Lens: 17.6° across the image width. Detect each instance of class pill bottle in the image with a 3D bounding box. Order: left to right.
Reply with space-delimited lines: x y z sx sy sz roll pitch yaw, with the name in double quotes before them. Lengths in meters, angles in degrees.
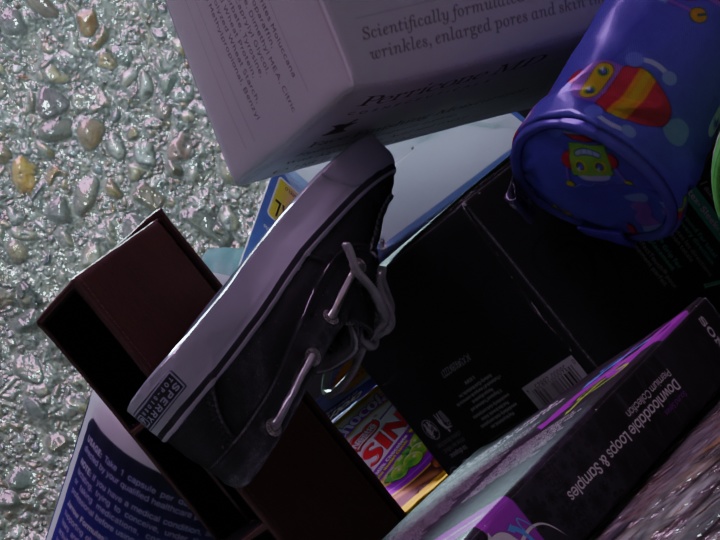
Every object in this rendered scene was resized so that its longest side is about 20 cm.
"pill bottle" -0.086 0.109 1.121 0.116 0.115 0.201 -37 -31 -65

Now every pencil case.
"pencil case" 0.138 -0.095 0.975 0.200 0.078 0.087 -55 -31 -28

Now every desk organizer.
"desk organizer" -0.062 0.082 1.000 0.072 0.200 0.077 -38 1 33

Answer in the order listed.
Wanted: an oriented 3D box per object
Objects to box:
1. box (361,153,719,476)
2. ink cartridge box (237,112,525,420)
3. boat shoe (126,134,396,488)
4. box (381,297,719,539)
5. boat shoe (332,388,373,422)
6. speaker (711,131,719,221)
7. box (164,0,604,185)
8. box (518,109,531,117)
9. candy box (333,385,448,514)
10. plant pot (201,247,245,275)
"box" 0.112 -0.009 1.068 0.200 0.124 0.148 -40 0 -34
"ink cartridge box" 0.000 0.000 1.216 0.136 0.076 0.200 -36 -19 -38
"boat shoe" -0.022 0.016 0.973 0.074 0.068 0.199 -49 3 37
"box" 0.051 0.093 0.871 0.143 0.036 0.200 -38 1 41
"boat shoe" 0.042 0.092 1.257 0.201 0.075 0.086 -30 10 24
"speaker" 0.200 -0.058 0.935 0.088 0.089 0.200 -39 -1 28
"box" 0.015 -0.168 1.057 0.198 0.201 0.131 -16 -10 -30
"box" 0.111 -0.056 1.299 0.158 0.200 0.048 -35 25 15
"candy box" 0.035 0.083 1.179 0.200 0.026 0.102 -41 30 -9
"plant pot" -0.011 0.072 1.438 0.133 0.202 0.200 -11 3 7
